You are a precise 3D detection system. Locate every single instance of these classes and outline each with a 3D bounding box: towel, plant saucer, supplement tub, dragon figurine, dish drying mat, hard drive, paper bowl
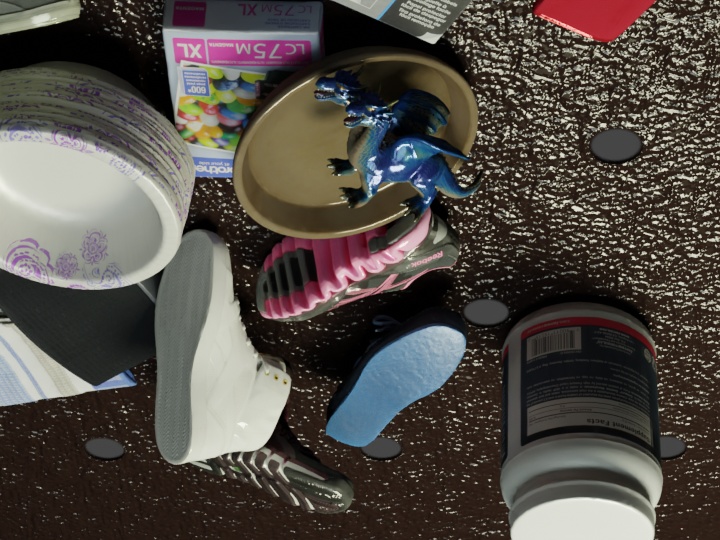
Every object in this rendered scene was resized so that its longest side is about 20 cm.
[{"bbox_3d":[-0.325,0.082,1.876,0.198,0.024,0.147,-9,142,15],"label":"towel"},{"bbox_3d":[-0.006,-0.101,1.557,0.198,0.030,0.201,-14,142,-11],"label":"plant saucer"},{"bbox_3d":[0.191,0.143,1.764,0.139,0.202,0.141,2,144,2],"label":"supplement tub"},{"bbox_3d":[0.042,-0.093,1.517,0.199,0.059,0.100,10,134,-35],"label":"dragon figurine"},{"bbox_3d":[0.203,-0.233,1.420,0.076,0.018,0.200,21,139,-20],"label":"dish drying mat"},{"bbox_3d":[-0.240,0.020,1.751,0.134,0.043,0.200,-27,135,14],"label":"hard drive"},{"bbox_3d":[-0.227,-0.082,1.575,0.198,0.105,0.202,6,143,5],"label":"paper bowl"}]

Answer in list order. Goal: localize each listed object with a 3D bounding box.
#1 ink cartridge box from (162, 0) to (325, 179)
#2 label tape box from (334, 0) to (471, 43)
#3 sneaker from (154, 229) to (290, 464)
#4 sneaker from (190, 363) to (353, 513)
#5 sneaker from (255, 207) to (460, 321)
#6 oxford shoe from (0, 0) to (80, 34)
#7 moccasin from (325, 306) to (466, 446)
[{"bbox_3d":[-0.085,-0.128,1.567,0.118,0.042,0.201,2,144,3],"label":"ink cartridge box"},{"bbox_3d":[0.040,-0.257,1.364,0.143,0.064,0.200,20,140,-22],"label":"label tape box"},{"bbox_3d":[-0.115,0.063,1.758,0.115,0.202,0.073,-2,-168,-43],"label":"sneaker"},{"bbox_3d":[-0.073,0.140,1.842,0.199,0.116,0.076,17,153,31],"label":"sneaker"},{"bbox_3d":[0.000,0.000,1.709,0.199,0.080,0.095,-24,147,33],"label":"sneaker"},{"bbox_3d":[-0.294,-0.196,1.483,0.198,0.075,0.058,-7,101,26],"label":"oxford shoe"},{"bbox_3d":[0.025,0.081,1.811,0.080,0.069,0.200,31,135,-20],"label":"moccasin"}]
